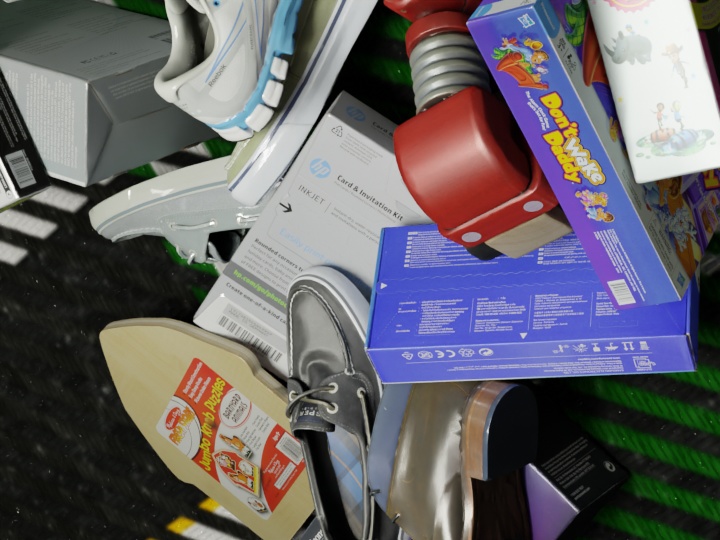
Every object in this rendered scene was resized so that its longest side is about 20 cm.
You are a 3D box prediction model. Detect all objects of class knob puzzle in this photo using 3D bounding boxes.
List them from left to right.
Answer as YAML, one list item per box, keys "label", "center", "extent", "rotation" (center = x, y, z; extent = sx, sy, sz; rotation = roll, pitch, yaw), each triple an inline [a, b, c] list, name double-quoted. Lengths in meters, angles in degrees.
- label: "knob puzzle"
  center: [-0.102, 0.099, 1.456]
  extent: [0.219, 0.030, 0.220]
  rotation: [26, 143, 22]

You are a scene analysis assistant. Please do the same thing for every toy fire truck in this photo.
- label: "toy fire truck"
  center: [0.061, -0.124, 1.181]
  extent: [0.129, 0.200, 0.176]
  rotation: [-26, 54, 35]

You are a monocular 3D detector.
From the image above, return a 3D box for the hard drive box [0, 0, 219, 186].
- label: "hard drive box"
  center: [-0.218, -0.135, 1.421]
  extent: [0.200, 0.156, 0.077]
  rotation: [18, 116, 29]

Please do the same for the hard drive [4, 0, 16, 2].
- label: "hard drive"
  center: [-0.198, -0.249, 1.341]
  extent: [0.132, 0.200, 0.026]
  rotation: [52, 127, 9]

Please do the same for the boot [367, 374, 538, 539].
- label: "boot"
  center: [0.053, 0.156, 1.297]
  extent: [0.097, 0.075, 0.200]
  rotation: [18, 105, 39]

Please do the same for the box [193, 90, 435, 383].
- label: "box"
  center: [0.000, 0.000, 1.356]
  extent: [0.156, 0.041, 0.200]
  rotation: [32, 124, -3]

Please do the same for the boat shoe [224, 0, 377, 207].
- label: "boat shoe"
  center: [-0.045, -0.139, 1.324]
  extent: [0.062, 0.072, 0.200]
  rotation: [27, 95, -8]

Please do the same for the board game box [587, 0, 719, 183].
- label: "board game box"
  center: [0.188, -0.165, 1.139]
  extent: [0.064, 0.147, 0.200]
  rotation: [-12, 98, 37]

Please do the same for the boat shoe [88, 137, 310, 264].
- label: "boat shoe"
  center: [-0.108, -0.039, 1.429]
  extent: [0.201, 0.070, 0.072]
  rotation: [-15, 91, 33]

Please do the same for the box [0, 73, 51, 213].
- label: "box"
  center: [-0.293, -0.126, 1.355]
  extent: [0.110, 0.035, 0.200]
  rotation: [-22, 94, 38]

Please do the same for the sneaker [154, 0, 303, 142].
- label: "sneaker"
  center: [-0.077, -0.187, 1.263]
  extent: [0.075, 0.087, 0.200]
  rotation: [7, 81, 48]

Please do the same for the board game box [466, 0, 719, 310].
- label: "board game box"
  center: [0.145, -0.098, 1.157]
  extent: [0.045, 0.135, 0.200]
  rotation: [-10, 122, 37]

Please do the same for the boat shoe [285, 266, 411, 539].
- label: "boat shoe"
  center: [-0.018, 0.099, 1.325]
  extent: [0.070, 0.066, 0.200]
  rotation: [-6, 99, 36]

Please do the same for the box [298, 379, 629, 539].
- label: "box"
  center: [0.064, 0.165, 1.376]
  extent: [0.141, 0.079, 0.200]
  rotation: [45, 125, 17]

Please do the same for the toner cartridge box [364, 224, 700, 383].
- label: "toner cartridge box"
  center: [0.108, 0.016, 1.250]
  extent: [0.200, 0.095, 0.043]
  rotation: [-3, 144, 17]
